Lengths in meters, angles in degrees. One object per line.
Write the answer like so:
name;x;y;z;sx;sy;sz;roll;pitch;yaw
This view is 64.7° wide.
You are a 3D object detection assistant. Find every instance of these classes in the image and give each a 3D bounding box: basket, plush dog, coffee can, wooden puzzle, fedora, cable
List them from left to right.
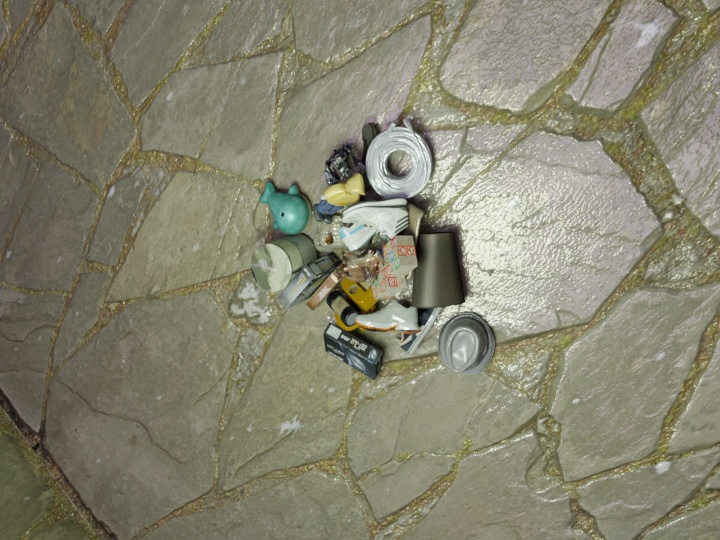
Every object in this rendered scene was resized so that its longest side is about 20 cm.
coffee can;-0.235;-0.030;1.798;0.142;0.199;0.152;5;104;21
plush dog;-0.074;-0.157;1.746;0.193;0.160;0.178;-2;79;22
cable;0.110;-0.309;1.640;0.199;0.069;0.201;-39;100;14
wooden puzzle;0.124;-0.097;1.674;0.036;0.185;0.207;4;108;-26
basket;0.221;-0.006;1.651;0.135;0.175;0.208;6;101;62
fedora;0.308;0.234;1.700;0.173;0.090;0.205;26;111;14

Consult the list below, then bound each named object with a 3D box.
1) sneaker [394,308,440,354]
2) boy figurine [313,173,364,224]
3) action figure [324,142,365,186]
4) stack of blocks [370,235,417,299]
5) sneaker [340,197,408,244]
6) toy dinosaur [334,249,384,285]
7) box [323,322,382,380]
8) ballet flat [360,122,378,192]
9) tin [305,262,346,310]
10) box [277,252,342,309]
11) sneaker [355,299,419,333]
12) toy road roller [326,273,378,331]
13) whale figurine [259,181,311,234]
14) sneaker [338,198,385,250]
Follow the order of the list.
sneaker;0.174;0.164;1.746;0.078;0.078;0.203;33;115;5
boy figurine;-0.048;-0.203;1.601;0.198;0.122;0.067;-30;59;42
action figure;-0.053;-0.302;1.678;0.117;0.202;0.103;-29;114;19
stack of blocks;0.091;-0.005;1.617;0.200;0.057;0.119;136;128;-60
sneaker;0.045;-0.131;1.597;0.193;0.076;0.119;-9;77;-3
toy dinosaur;0.000;0.000;1.664;0.131;0.200;0.089;15;77;4
box;-0.025;0.259;1.818;0.196;0.044;0.162;28;154;13
ballet flat;0.027;-0.337;1.705;0.066;0.046;0.207;18;113;38
tin;-0.101;0.050;1.812;0.042;0.112;0.200;45;115;5
box;-0.155;0.031;1.781;0.048;0.199;0.159;46;114;8
sneaker;0.081;0.135;1.703;0.192;0.076;0.095;4;76;2
toy road roller;0.001;0.098;1.782;0.200;0.146;0.123;-46;48;-4
whale figurine;-0.250;-0.202;1.815;0.198;0.103;0.162;38;111;15
sneaker;0.018;-0.153;1.680;0.081;0.200;0.076;51;157;-21
